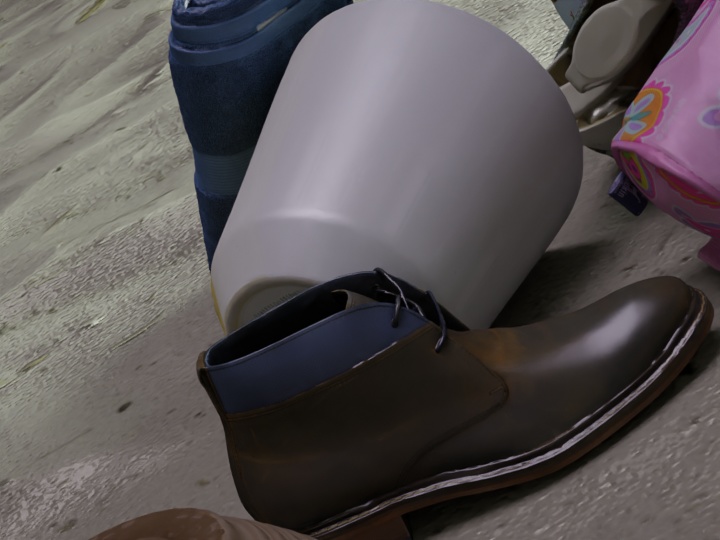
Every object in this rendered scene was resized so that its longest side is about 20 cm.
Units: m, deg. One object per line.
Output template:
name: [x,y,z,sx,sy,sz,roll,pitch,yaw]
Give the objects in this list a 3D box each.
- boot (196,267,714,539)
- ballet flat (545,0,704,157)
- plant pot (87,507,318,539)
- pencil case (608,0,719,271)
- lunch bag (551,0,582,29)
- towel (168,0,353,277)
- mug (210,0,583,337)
boot: [0.035,0.034,0.757,0.199,0.097,0.075,-31,19,-2]
ballet flat: [0.116,-0.098,0.896,0.071,0.069,0.200,-39,-15,-23]
plant pot: [-0.065,0.144,0.634,0.200,0.093,0.201,-27,20,10]
pencil case: [0.185,-0.098,0.805,0.201,0.087,0.087,-55,23,-5]
lunch bag: [0.134,-0.203,1.063,0.075,0.201,0.160,-30,6,-8]
towel: [-0.040,-0.069,0.990,0.048,0.201,0.112,25,50,30]
mug: [0.008,-0.002,0.883,0.148,0.188,0.154,13,45,15]
